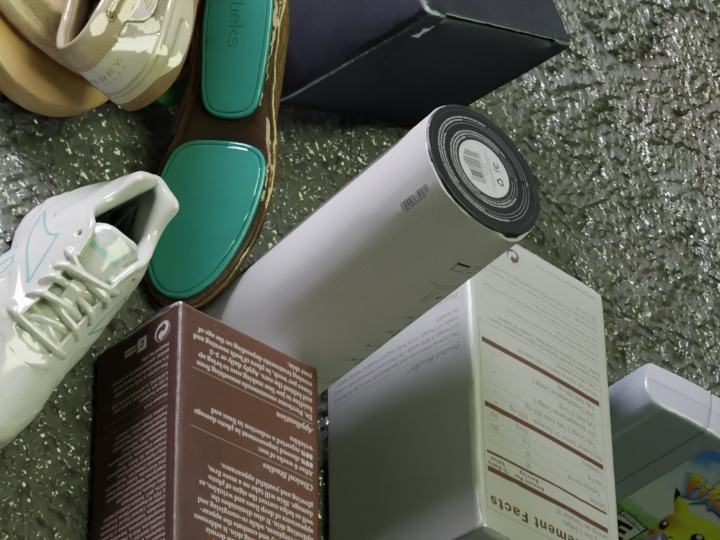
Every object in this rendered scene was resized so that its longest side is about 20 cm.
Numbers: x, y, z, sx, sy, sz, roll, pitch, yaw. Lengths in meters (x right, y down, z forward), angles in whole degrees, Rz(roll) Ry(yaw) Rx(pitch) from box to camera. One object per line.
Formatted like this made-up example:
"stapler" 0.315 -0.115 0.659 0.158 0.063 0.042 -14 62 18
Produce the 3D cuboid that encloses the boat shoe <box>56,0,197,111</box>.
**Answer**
"boat shoe" -0.121 -0.180 1.579 0.065 0.072 0.201 32 49 -32

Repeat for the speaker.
"speaker" 0.000 0.000 1.561 0.081 0.200 0.082 28 41 -28

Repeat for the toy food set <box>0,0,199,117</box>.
"toy food set" -0.155 -0.180 1.637 0.198 0.049 0.201 -11 73 -52

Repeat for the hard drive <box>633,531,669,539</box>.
"hard drive" 0.167 0.255 1.542 0.140 0.033 0.201 -40 106 -53

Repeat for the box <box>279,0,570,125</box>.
"box" 0.004 -0.202 1.748 0.196 0.117 0.201 4 61 -62

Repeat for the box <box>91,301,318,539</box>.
"box" -0.077 0.129 1.488 0.100 0.075 0.201 28 44 -34

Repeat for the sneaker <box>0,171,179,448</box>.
"sneaker" -0.156 0.012 1.476 0.070 0.080 0.201 47 39 -17

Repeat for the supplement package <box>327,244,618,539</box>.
"supplement package" 0.060 0.096 1.630 0.117 0.117 0.201 29 46 -36

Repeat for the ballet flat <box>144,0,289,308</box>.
"ballet flat" -0.074 -0.068 1.626 0.072 0.067 0.201 60 36 -72

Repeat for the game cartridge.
"game cartridge" 0.200 0.143 1.742 0.200 0.133 0.041 40 33 -22
